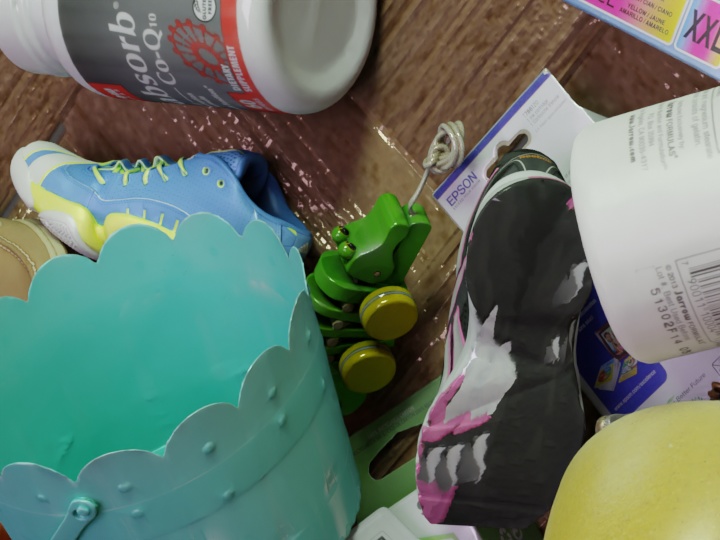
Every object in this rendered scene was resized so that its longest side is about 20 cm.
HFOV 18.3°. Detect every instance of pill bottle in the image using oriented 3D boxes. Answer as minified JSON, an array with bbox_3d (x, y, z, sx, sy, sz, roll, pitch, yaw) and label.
[{"bbox_3d":[-0.100,-0.148,1.217,0.199,0.116,0.117,7,99,35],"label":"pill bottle"},{"bbox_3d":[0.204,-0.036,1.001,0.199,0.114,0.115,-15,86,18],"label":"pill bottle"}]

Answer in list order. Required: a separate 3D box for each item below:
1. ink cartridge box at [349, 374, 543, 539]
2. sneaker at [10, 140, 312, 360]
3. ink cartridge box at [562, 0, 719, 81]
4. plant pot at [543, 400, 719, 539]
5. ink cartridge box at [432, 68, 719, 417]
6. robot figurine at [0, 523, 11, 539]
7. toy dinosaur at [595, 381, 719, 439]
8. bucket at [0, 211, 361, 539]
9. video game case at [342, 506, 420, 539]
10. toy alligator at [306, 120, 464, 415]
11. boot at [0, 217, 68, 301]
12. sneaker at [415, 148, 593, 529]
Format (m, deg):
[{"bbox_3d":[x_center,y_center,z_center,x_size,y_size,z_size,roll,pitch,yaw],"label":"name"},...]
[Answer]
[{"bbox_3d":[0.045,0.166,1.180,0.104,0.059,0.201,-36,74,32],"label":"ink cartridge box"},{"bbox_3d":[-0.104,-0.039,1.267,0.199,0.076,0.105,36,102,19],"label":"sneaker"},{"bbox_3d":[0.172,-0.205,1.048,0.136,0.076,0.201,30,109,29],"label":"ink cartridge box"},{"bbox_3d":[0.157,0.182,1.007,0.199,0.142,0.201,15,130,19],"label":"plant pot"},{"bbox_3d":[0.130,0.003,1.118,0.099,0.039,0.200,-47,70,29],"label":"ink cartridge box"},{"bbox_3d":[-0.262,0.093,1.357,0.200,0.116,0.145,37,117,25],"label":"robot figurine"},{"bbox_3d":[0.209,0.103,1.056,0.199,0.060,0.107,32,132,5],"label":"toy dinosaur"},{"bbox_3d":[-0.102,0.083,1.134,0.206,0.207,0.136,5,128,34],"label":"bucket"},{"bbox_3d":[0.000,0.233,1.077,0.182,0.200,0.023,43,151,23],"label":"video game case"},{"bbox_3d":[0.000,0.000,1.171,0.060,0.054,0.201,-112,32,-44],"label":"toy alligator"},{"bbox_3d":[-0.267,0.000,1.294,0.200,0.155,0.073,26,115,51],"label":"boot"},{"bbox_3d":[0.077,0.033,1.095,0.080,0.087,0.201,12,117,-3],"label":"sneaker"}]
